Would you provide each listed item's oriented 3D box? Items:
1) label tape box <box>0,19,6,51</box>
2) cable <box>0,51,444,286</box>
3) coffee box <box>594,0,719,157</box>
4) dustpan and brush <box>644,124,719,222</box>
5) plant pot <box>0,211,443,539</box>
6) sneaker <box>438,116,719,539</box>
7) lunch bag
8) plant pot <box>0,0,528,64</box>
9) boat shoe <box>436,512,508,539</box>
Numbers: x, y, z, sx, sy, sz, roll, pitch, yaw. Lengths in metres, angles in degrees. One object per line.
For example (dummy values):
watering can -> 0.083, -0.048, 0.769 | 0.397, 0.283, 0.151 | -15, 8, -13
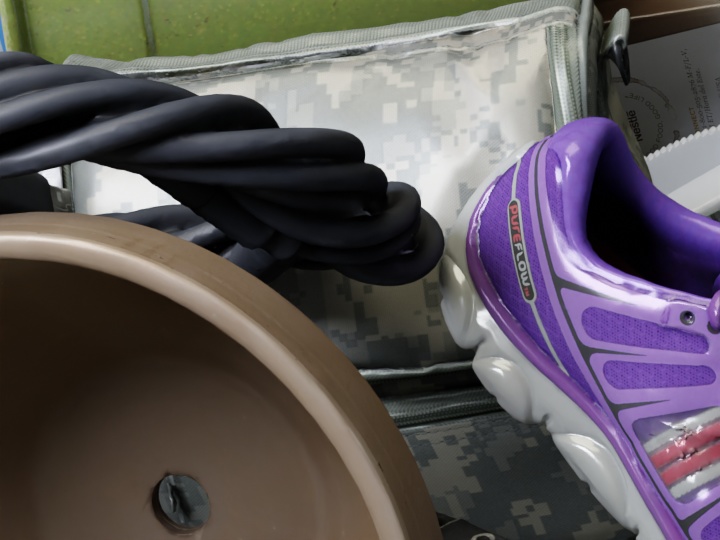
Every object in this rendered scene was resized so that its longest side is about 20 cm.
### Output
label tape box -> -0.165, -0.062, 1.229 | 0.063, 0.144, 0.200 | -18, 22, -7
cable -> -0.068, -0.014, 0.805 | 0.163, 0.051, 0.200 | 2, -11, 17
coffee box -> 0.148, -0.087, 1.206 | 0.200, 0.080, 0.114 | -8, 22, 11
dustpan and brush -> 0.112, -0.014, 1.074 | 0.200, 0.057, 0.140 | -27, 23, -2
plant pot -> -0.063, 0.076, 0.787 | 0.201, 0.201, 0.093 | -4, 14, 20
sneaker -> 0.105, 0.041, 0.817 | 0.081, 0.200, 0.083 | -34, -14, -49
lunch bag -> 0.000, 0.000, 0.962 | 0.200, 0.168, 0.139 | -7, 23, 13
plant pot -> -0.029, -0.123, 1.069 | 0.190, 0.200, 0.200 | -7, 22, 0
boat shoe -> 0.050, 0.105, 0.830 | 0.066, 0.070, 0.200 | -27, 19, -29
